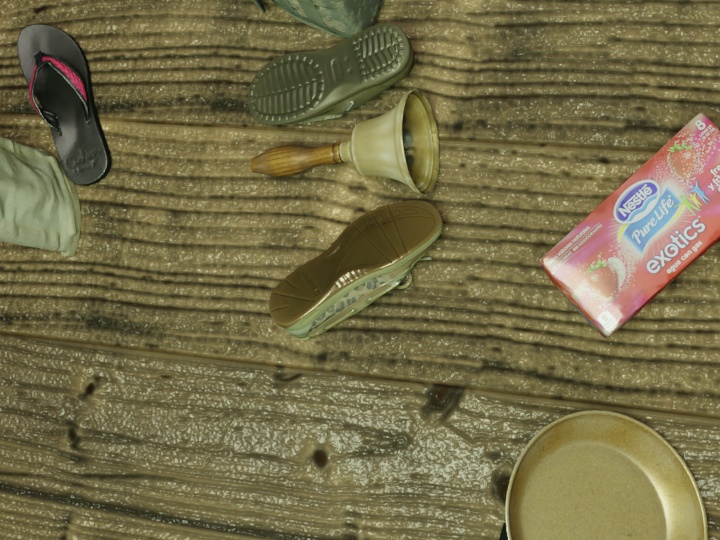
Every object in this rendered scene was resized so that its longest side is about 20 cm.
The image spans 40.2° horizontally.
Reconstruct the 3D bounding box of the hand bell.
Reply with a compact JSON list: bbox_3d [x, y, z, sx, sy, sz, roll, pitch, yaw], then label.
[{"bbox_3d":[-0.027,-0.122,1.020,0.198,0.104,0.106,-3,84,26],"label":"hand bell"}]

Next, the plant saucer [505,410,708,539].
[{"bbox_3d":[0.222,0.232,0.908,0.197,0.035,0.203,4,70,-11],"label":"plant saucer"}]

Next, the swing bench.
[{"bbox_3d":[-0.427,-0.092,1.042,0.197,0.199,0.132,4,86,13],"label":"swing bench"}]

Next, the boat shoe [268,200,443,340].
[{"bbox_3d":[0.000,0.000,1.009,0.199,0.063,0.074,-31,53,7],"label":"boat shoe"}]

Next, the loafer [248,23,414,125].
[{"bbox_3d":[-0.027,-0.194,1.026,0.198,0.067,0.077,-11,79,28],"label":"loafer"}]

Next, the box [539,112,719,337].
[{"bbox_3d":[0.271,-0.037,0.920,0.200,0.100,0.096,-43,77,7],"label":"box"}]

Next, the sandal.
[{"bbox_3d":[-0.336,-0.193,1.108,0.074,0.045,0.202,-25,80,10],"label":"sandal"}]

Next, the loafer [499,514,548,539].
[{"bbox_3d":[0.176,0.315,0.937,0.071,0.073,0.203,6,77,-25],"label":"loafer"}]

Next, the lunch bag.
[{"bbox_3d":[-0.077,-0.329,0.997,0.198,0.164,0.119,26,88,15],"label":"lunch bag"}]
